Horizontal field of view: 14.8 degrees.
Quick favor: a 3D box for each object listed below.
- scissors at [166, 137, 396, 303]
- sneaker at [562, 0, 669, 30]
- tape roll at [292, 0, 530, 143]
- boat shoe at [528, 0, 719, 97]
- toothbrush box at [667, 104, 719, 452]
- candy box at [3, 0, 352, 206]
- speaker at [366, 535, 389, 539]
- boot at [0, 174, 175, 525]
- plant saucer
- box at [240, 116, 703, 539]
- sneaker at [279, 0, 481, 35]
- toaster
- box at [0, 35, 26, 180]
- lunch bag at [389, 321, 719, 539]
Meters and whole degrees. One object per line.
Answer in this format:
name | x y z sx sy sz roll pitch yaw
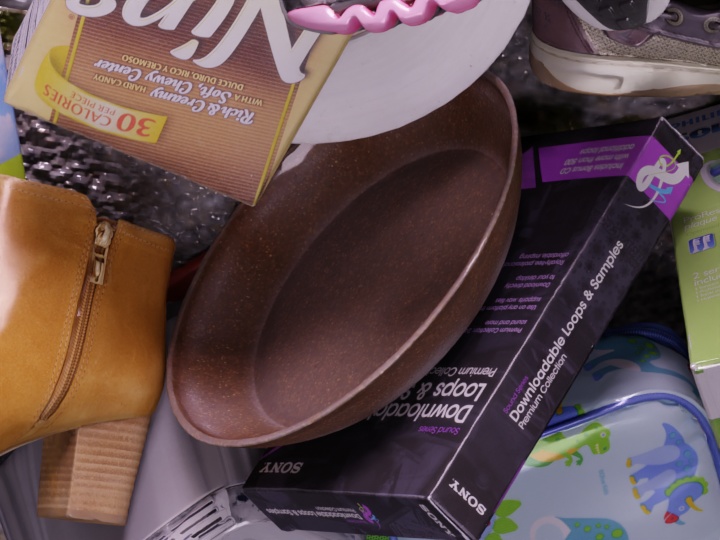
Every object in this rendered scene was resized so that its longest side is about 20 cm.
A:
scissors | -0.067 -0.006 1.287 0.073 0.014 0.200 31 119 -16
sneaker | 0.096 -0.196 1.090 0.075 0.081 0.200 -5 101 38
tape roll | -0.024 -0.155 1.157 0.202 0.071 0.203 0 123 0
boat shoe | 0.170 -0.115 1.180 0.200 0.072 0.065 -1 128 9
toothbrush box | 0.193 0.031 1.196 0.086 0.200 0.146 -16 122 12
candy box | -0.050 -0.134 1.096 0.115 0.055 0.200 23 119 -14
speaker | 0.004 0.125 1.328 0.088 0.089 0.200 31 118 -17
boot | -0.173 0.028 1.182 0.201 0.144 0.071 11 170 -35
plant saucer | 0.000 0.000 1.181 0.200 0.201 0.037 -37 122 22
box | 0.046 0.025 1.169 0.036 0.200 0.143 43 155 -25
sneaker | 0.054 -0.152 1.028 0.200 0.079 0.096 -21 97 14
toaster | -0.077 0.107 1.277 0.200 0.129 0.114 -40 137 24
box | -0.204 -0.040 1.197 0.048 0.122 0.200 17 124 42
lunch bag | 0.102 0.128 1.239 0.161 0.082 0.200 -19 121 4
